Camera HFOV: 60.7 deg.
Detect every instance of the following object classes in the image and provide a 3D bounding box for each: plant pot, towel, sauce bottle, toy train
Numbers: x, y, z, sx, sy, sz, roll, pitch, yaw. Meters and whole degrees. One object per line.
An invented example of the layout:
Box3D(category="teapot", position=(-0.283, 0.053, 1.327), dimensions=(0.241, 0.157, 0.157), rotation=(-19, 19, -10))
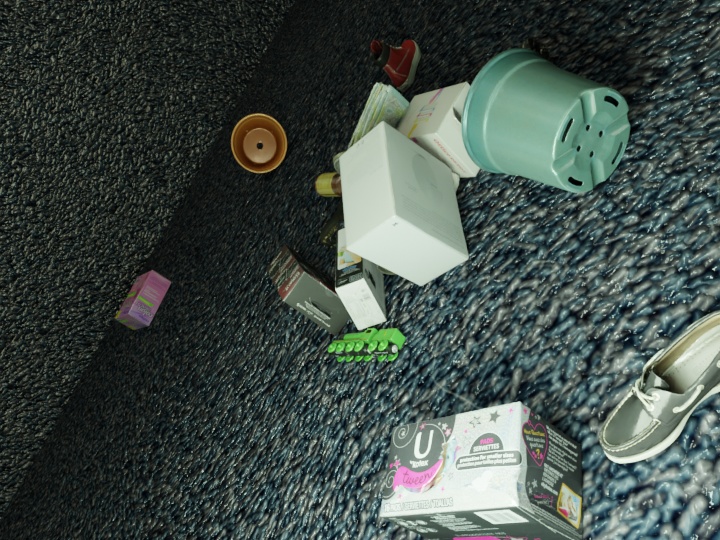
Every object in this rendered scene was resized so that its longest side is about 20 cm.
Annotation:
Box3D(category="plant pot", position=(-0.363, -0.453, 2.219), dimensions=(0.202, 0.198, 0.140), rotation=(-53, 10, 1))
Box3D(category="plant pot", position=(0.287, -0.221, 0.944), dimensions=(0.202, 0.199, 0.196), rotation=(-51, 36, 4))
Box3D(category="towel", position=(0.063, -0.278, 1.309), dimensions=(0.048, 0.198, 0.175), rotation=(21, 87, 40))
Box3D(category="sauce bottle", position=(-0.051, -0.224, 1.597), dimensions=(0.198, 0.066, 0.067), rotation=(12, 68, 58))
Box3D(category="toy train", position=(0.008, 0.136, 1.140), dimensions=(0.198, 0.042, 0.057), rotation=(-11, 40, 53))

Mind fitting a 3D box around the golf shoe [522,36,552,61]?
Box3D(category="golf shoe", position=(0.311, -0.340, 1.161), dimensions=(0.095, 0.076, 0.204), rotation=(-45, 23, 54))

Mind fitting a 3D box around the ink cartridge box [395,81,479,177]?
Box3D(category="ink cartridge box", position=(0.174, -0.272, 1.225), dimensions=(0.127, 0.128, 0.198), rotation=(-59, 28, -12))

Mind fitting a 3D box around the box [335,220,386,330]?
Box3D(category="box", position=(0.000, 0.000, 1.201), dimensions=(0.059, 0.118, 0.203), rotation=(-18, 38, 14))

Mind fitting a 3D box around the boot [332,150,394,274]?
Box3D(category="boot", position=(0.017, -0.109, 1.185), dimensions=(0.071, 0.181, 0.205), rotation=(-20, 61, 23))

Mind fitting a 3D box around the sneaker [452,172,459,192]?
Box3D(category="sneaker", position=(0.114, -0.160, 1.250), dimensions=(0.198, 0.080, 0.078), rotation=(-17, 43, 47))

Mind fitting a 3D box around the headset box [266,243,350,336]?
Box3D(category="headset box", position=(-0.105, 0.042, 1.301), dimensions=(0.078, 0.148, 0.200), rotation=(-51, 29, 5))

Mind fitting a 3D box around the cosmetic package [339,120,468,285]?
Box3D(category="cosmetic package", position=(0.074, -0.111, 1.087), dimensions=(0.122, 0.197, 0.204), rotation=(-32, 49, 34))

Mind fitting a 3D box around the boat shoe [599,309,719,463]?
Box3D(category="boat shoe", position=(0.322, 0.121, 0.640), dimensions=(0.200, 0.060, 0.075), rotation=(-44, 30, 19))

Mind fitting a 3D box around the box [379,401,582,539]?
Box3D(category="box", position=(0.138, 0.243, 0.719), dimensions=(0.198, 0.131, 0.117), rotation=(-26, 40, 42))

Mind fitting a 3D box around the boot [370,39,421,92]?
Box3D(category="boot", position=(0.093, -0.606, 1.697), dimensions=(0.072, 0.143, 0.203), rotation=(-30, 35, 39))

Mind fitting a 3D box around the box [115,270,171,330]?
Box3D(category="box", position=(-0.875, 0.121, 2.476), dimensions=(0.174, 0.096, 0.204), rotation=(-15, 48, 50))

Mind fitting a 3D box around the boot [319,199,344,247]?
Box3D(category="boot", position=(-0.043, -0.089, 1.440), dimensions=(0.139, 0.077, 0.201), rotation=(-49, 15, 19))
